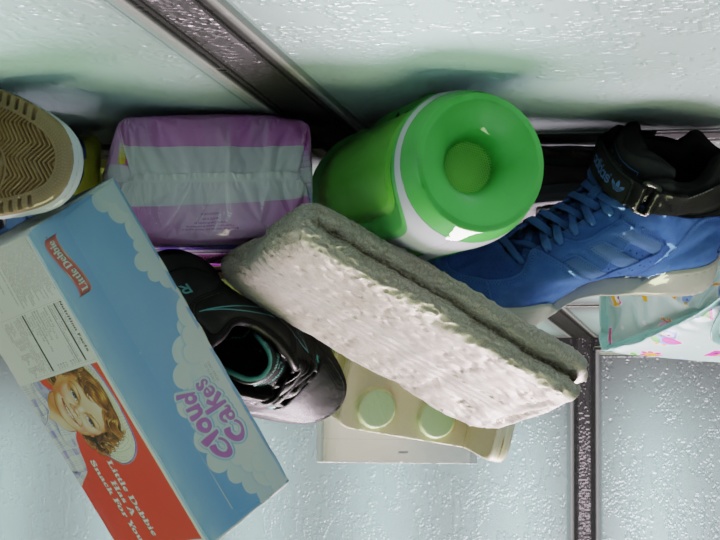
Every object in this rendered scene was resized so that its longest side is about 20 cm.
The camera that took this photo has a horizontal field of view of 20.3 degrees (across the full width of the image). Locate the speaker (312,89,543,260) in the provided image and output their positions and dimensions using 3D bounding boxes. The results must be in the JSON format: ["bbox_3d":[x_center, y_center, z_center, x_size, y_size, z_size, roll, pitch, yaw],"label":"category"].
[{"bbox_3d":[0.032,-0.048,1.137,0.088,0.089,0.200,2,175,-18],"label":"speaker"}]

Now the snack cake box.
[{"bbox_3d":[-0.138,0.059,1.146,0.067,0.201,0.115,-35,-170,-35],"label":"snack cake box"}]

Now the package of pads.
[{"bbox_3d":[-0.100,-0.047,1.243,0.119,0.077,0.200,1,175,-9],"label":"package of pads"}]

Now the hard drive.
[{"bbox_3d":[0.030,0.052,1.601,0.131,0.202,0.026,2,175,-20],"label":"hard drive"}]

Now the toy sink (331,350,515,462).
[{"bbox_3d":[0.035,0.053,1.472,0.111,0.132,0.200,11,-176,-18],"label":"toy sink"}]

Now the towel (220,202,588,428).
[{"bbox_3d":[0.025,0.027,1.151,0.199,0.035,0.132,31,157,-14],"label":"towel"}]

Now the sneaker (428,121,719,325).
[{"bbox_3d":[0.130,-0.034,1.188,0.198,0.112,0.077,-6,-142,-17],"label":"sneaker"}]

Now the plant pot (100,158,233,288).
[{"bbox_3d":[-0.151,0.026,1.436,0.198,0.186,0.200,0,175,0],"label":"plant pot"}]

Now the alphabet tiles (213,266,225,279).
[{"bbox_3d":[0.000,0.000,1.304,0.198,0.006,0.166,-3,-177,-34],"label":"alphabet tiles"}]

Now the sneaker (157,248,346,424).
[{"bbox_3d":[-0.066,0.059,1.229,0.079,0.076,0.200,40,-175,40],"label":"sneaker"}]

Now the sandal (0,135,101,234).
[{"bbox_3d":[-0.224,-0.046,1.282,0.086,0.080,0.200,7,170,-28],"label":"sandal"}]

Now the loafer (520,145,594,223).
[{"bbox_3d":[0.070,-0.050,1.287,0.198,0.063,0.072,3,141,7],"label":"loafer"}]

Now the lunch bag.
[{"bbox_3d":[0.300,0.004,1.528,0.169,0.123,0.200,6,164,-31],"label":"lunch bag"}]

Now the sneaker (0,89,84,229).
[{"bbox_3d":[-0.209,-0.059,1.146,0.199,0.071,0.108,5,173,35],"label":"sneaker"}]
